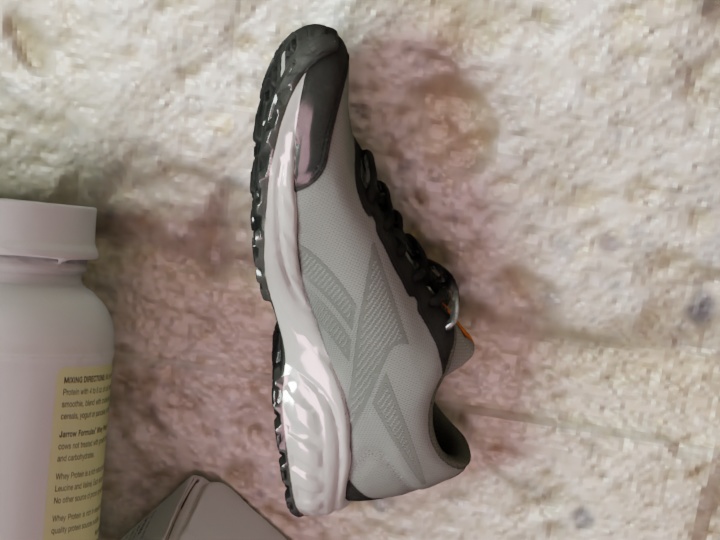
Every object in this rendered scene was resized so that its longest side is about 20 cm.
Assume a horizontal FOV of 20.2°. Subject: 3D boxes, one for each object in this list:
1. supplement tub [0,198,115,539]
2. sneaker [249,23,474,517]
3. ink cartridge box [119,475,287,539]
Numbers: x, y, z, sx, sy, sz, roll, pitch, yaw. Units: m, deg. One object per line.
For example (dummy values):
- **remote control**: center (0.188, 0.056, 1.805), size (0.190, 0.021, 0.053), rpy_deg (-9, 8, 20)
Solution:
- **supplement tub**: center (-0.165, 0.071, 0.741), size (0.144, 0.145, 0.201), rpy_deg (5, 91, 8)
- **sneaker**: center (0.000, 0.000, 0.753), size (0.079, 0.074, 0.201), rpy_deg (-6, 121, 3)
- **ink cartridge box**: center (-0.088, 0.206, 0.855), size (0.146, 0.083, 0.200), rpy_deg (42, 116, -10)
